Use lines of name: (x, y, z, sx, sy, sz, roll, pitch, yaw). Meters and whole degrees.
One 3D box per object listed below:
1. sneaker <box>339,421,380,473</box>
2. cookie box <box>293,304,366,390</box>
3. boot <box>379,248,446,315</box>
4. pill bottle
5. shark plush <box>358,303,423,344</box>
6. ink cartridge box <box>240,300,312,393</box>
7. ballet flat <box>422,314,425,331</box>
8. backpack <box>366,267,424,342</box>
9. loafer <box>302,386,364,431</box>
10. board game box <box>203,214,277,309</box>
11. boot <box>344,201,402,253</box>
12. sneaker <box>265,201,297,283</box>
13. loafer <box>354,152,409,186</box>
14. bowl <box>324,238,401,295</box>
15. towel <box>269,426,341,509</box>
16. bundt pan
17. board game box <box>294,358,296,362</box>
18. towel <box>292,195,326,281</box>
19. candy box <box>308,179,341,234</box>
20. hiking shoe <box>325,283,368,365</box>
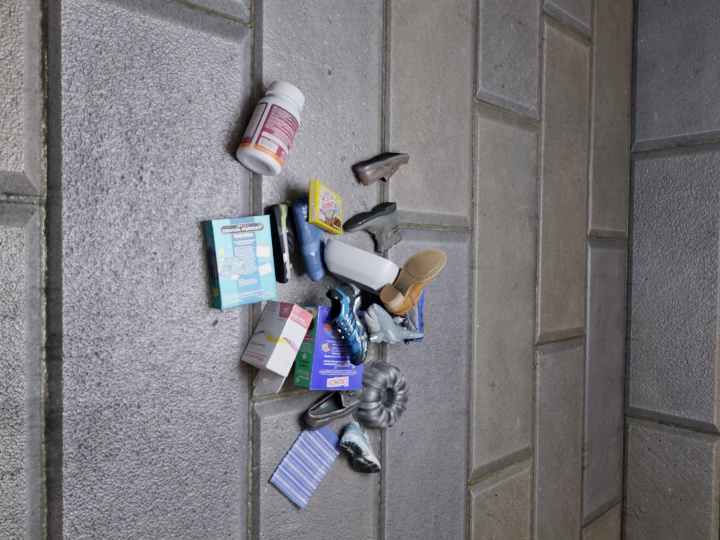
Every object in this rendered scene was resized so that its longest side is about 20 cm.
sneaker: (0.010, 0.498, 1.521, 0.087, 0.077, 0.201, -78, 151, -46)
cookie box: (-0.073, 0.196, 1.373, 0.170, 0.075, 0.203, 11, 83, -41)
boot: (0.142, 0.035, 1.374, 0.199, 0.074, 0.155, -36, 154, 4)
pill bottle: (-0.207, -0.334, 1.272, 0.109, 0.109, 0.202, 32, 71, -38)
shark plush: (0.086, 0.148, 1.362, 0.199, 0.091, 0.084, 29, 112, -22)
ink cartridge box: (-0.207, 0.178, 1.285, 0.067, 0.116, 0.202, 37, 67, -37)
ballet flat: (0.172, 0.105, 1.672, 0.067, 0.046, 0.203, -11, 99, -42)
backpack: (0.100, 0.096, 1.533, 0.168, 0.160, 0.203, 37, 56, -78)
loafer: (-0.063, 0.355, 1.434, 0.199, 0.072, 0.063, -26, 148, -32)
board game box: (-0.277, -0.023, 1.261, 0.150, 0.047, 0.203, -10, 98, -41)
boot: (0.047, -0.107, 1.543, 0.199, 0.067, 0.132, -28, 115, -37)
sneaker: (-0.179, -0.070, 1.332, 0.082, 0.071, 0.203, -8, 97, -43)
loafer: (0.063, -0.291, 1.553, 0.199, 0.073, 0.072, -25, 118, -34)
bowl: (0.000, 0.000, 1.390, 0.200, 0.198, 0.075, 47, 65, -75)
towel: (-0.135, 0.504, 1.424, 0.201, 0.024, 0.145, -53, 122, -27)
bundt pan: (0.067, 0.364, 1.568, 0.200, 0.075, 0.205, -1, 91, -42)
board game box: (-0.075, 0.210, 1.453, 0.199, 0.045, 0.136, 29, 72, -39)
towel: (-0.126, -0.082, 1.356, 0.112, 0.048, 0.202, -69, 152, -64)
candy box: (-0.087, -0.156, 1.371, 0.200, 0.026, 0.104, 18, 70, -74)
hiking shoe: (-0.039, 0.134, 1.314, 0.086, 0.074, 0.203, -6, 84, -34)
